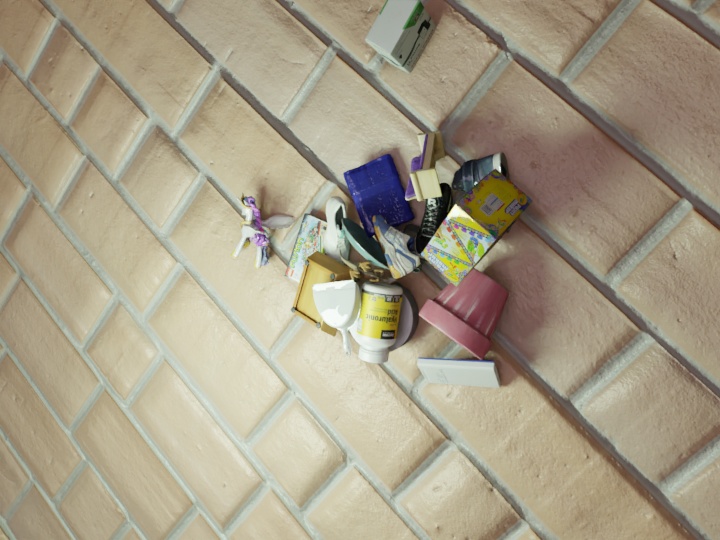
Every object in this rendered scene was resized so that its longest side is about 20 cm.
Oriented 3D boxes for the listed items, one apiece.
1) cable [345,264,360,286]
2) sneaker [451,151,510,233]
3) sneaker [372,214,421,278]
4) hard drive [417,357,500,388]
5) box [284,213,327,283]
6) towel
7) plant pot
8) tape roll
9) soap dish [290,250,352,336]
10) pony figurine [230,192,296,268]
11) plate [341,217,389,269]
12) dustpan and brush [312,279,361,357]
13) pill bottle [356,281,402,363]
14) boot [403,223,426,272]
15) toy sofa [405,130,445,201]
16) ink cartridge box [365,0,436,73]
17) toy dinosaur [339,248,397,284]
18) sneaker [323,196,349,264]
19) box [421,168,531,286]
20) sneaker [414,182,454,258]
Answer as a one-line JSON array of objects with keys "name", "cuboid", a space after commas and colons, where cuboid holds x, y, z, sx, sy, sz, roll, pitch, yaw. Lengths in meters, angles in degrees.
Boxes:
[{"name": "cable", "cuboid": [-0.079, 0.037, 1.641, 0.198, 0.050, 0.098, -22, 58, 29]}, {"name": "sneaker", "cuboid": [0.317, -0.193, 1.461, 0.145, 0.077, 0.205, -6, 99, 31]}, {"name": "sneaker", "cuboid": [0.094, -0.072, 1.466, 0.087, 0.075, 0.202, -23, 59, 1]}, {"name": "hard drive", "cuboid": [0.261, 0.270, 1.483, 0.197, 0.132, 0.026, 0, 57, 22]}, {"name": "box", "cuboid": [-0.147, -0.057, 1.677, 0.109, 0.035, 0.202, 23, 102, 20]}, {"name": "towel", "cuboid": [0.052, -0.207, 1.564, 0.146, 0.050, 0.202, -21, 83, 3]}, {"name": "plant pot", "cuboid": [0.278, 0.098, 1.438, 0.199, 0.200, 0.180, 35, 90, 17]}, {"name": "tape roll", "cuboid": [0.063, 0.128, 1.585, 0.198, 0.066, 0.203, 1, 93, 22]}, {"name": "soap dish", "cuboid": [-0.110, 0.065, 1.588, 0.156, 0.081, 0.202, 27, 107, 36]}, {"name": "pony figurine", "cuboid": [-0.310, -0.116, 1.694, 0.191, 0.166, 0.202, 23, 117, 27]}, {"name": "plate", "cuboid": [0.017, -0.066, 1.519, 0.026, 0.200, 0.200, -45, 77, 14]}, {"name": "dustpan and brush", "cuboid": [-0.052, 0.132, 1.494, 0.138, 0.057, 0.203, -7, 86, 28]}, {"name": "pill bottle", "cuboid": [0.047, 0.138, 1.497, 0.110, 0.111, 0.203, 10, 97, 21]}, {"name": "boot", "cuboid": [0.178, -0.043, 1.494, 0.198, 0.068, 0.132, 14, 60, 27]}, {"name": "toy sofa", "cuboid": [0.162, -0.272, 1.448, 0.096, 0.201, 0.083, -6, 131, 18]}, {"name": "ink cartridge box", "cuboid": [0.109, -0.614, 1.452, 0.083, 0.200, 0.148, 35, 106, 13]}, {"name": "toy dinosaur", "cuboid": [0.000, 0.000, 1.502, 0.198, 0.106, 0.061, 29, 91, 16]}, {"name": "sneaker", "cuboid": [-0.062, -0.104, 1.588, 0.074, 0.088, 0.203, -10, 109, -16]}, {"name": "box", "cuboid": [0.277, -0.103, 1.349, 0.122, 0.200, 0.193, 42, 141, 10]}, {"name": "sneaker", "cuboid": [0.180, -0.141, 1.449, 0.072, 0.112, 0.202, 11, 62, 26]}]
